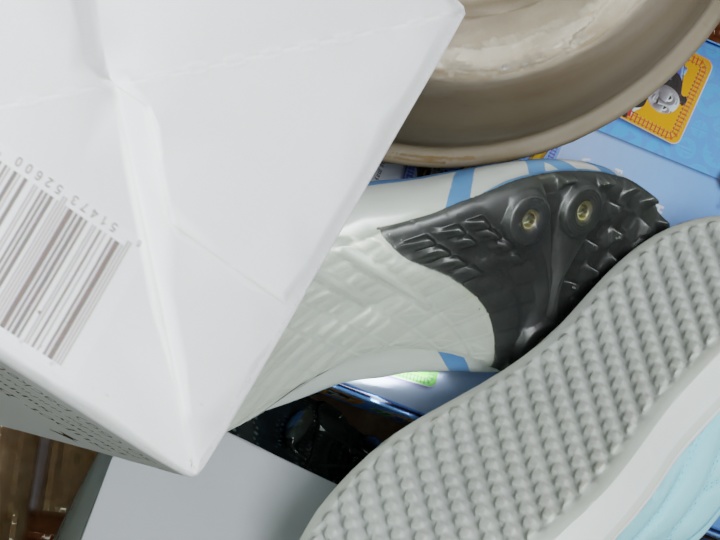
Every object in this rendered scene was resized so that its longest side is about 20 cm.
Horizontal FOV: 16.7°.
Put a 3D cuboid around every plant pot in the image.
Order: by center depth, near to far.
[{"bbox_3d":[0.027,-0.117,0.665,0.199,0.174,0.201,0,101,-1],"label":"plant pot"}]

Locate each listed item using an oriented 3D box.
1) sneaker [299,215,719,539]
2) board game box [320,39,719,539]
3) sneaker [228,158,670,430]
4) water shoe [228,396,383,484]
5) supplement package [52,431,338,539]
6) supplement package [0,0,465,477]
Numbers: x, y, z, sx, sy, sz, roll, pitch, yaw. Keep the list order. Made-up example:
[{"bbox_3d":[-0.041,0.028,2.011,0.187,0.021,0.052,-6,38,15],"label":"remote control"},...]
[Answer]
[{"bbox_3d":[0.064,0.070,0.707,0.200,0.074,0.082,-35,129,-26],"label":"sneaker"},{"bbox_3d":[0.052,-0.017,0.788,0.199,0.037,0.152,21,81,-5],"label":"board game box"},{"bbox_3d":[0.000,0.000,0.727,0.199,0.072,0.072,-12,121,-24],"label":"sneaker"},{"bbox_3d":[0.026,0.084,0.790,0.200,0.072,0.079,40,123,-16],"label":"water shoe"},{"bbox_3d":[-0.036,0.183,0.733,0.191,0.147,0.200,26,123,-7],"label":"supplement package"},{"bbox_3d":[-0.091,-0.039,0.573,0.121,0.200,0.120,35,77,-22],"label":"supplement package"}]
